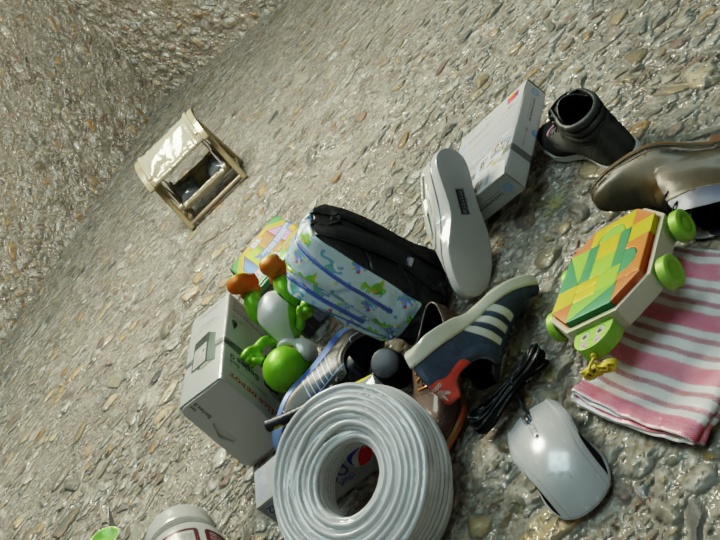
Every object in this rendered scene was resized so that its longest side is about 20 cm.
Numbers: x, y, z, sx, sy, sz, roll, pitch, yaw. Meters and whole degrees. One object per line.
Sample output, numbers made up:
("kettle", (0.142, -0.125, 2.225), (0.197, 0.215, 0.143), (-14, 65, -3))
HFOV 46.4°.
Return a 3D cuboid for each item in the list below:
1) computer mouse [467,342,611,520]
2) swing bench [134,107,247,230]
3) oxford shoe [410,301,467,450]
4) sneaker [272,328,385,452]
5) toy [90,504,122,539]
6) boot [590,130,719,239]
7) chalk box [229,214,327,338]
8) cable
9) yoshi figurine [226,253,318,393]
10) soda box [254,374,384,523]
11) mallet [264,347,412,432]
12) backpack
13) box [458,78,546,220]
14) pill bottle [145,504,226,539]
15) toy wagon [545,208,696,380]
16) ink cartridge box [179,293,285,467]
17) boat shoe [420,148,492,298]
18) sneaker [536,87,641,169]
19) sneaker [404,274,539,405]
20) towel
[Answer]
("computer mouse", (0.172, 0.153, 0.805), (0.109, 0.044, 0.200), (-43, 26, 5))
("swing bench", (-0.419, -0.252, 2.069), (0.199, 0.200, 0.130), (-42, 26, 7))
("oxford shoe", (0.078, 0.125, 0.950), (0.071, 0.073, 0.202), (-26, 33, 34))
("sneaker", (-0.040, 0.156, 1.088), (0.077, 0.070, 0.202), (-9, 45, 58))
("toy", (-0.270, 0.387, 0.968), (0.046, 0.204, 0.115), (-17, 22, -13))
("boot", (0.322, -0.080, 0.870), (0.198, 0.075, 0.098), (-17, 35, 42))
("chalk box", (-0.100, 0.011, 1.319), (0.124, 0.125, 0.199), (-49, 28, -7))
("cable", (-0.001, 0.216, 0.871), (0.197, 0.069, 0.204), (-10, 64, 30))
("yoshi figurine", (-0.113, 0.085, 1.154), (0.110, 0.203, 0.112), (-17, -15, -30))
("soda box", (-0.033, 0.218, 0.991), (0.199, 0.068, 0.064), (-41, 29, 12))
("mallet", (-0.032, 0.149, 1.024), (0.197, 0.066, 0.042), (-23, 64, 3))
("backpack", (0.000, 0.000, 1.090), (0.154, 0.199, 0.164), (-44, 18, 29))
("box", (0.182, -0.152, 1.177), (0.156, 0.041, 0.202), (-41, 23, 47))
("pill bottle", (-0.196, 0.367, 0.981), (0.110, 0.110, 0.200), (-47, 26, -2))
("toy wagon", (0.247, 0.020, 0.827), (0.155, 0.039, 0.201), (-36, 16, 47))
("ink cartridge box", (-0.173, 0.154, 1.203), (0.084, 0.146, 0.201), (-36, 29, 16))
("boat shoe", (0.115, -0.055, 1.089), (0.066, 0.071, 0.204), (-37, 61, 55))
("sneaker", (0.269, -0.191, 1.074), (0.071, 0.099, 0.200), (-48, 25, -1))
("sneaker", (0.140, 0.078, 0.927), (0.198, 0.085, 0.075), (-31, -11, -30))
("towel", (0.295, 0.058, 0.770), (0.201, 0.030, 0.146), (-54, 28, -14))
